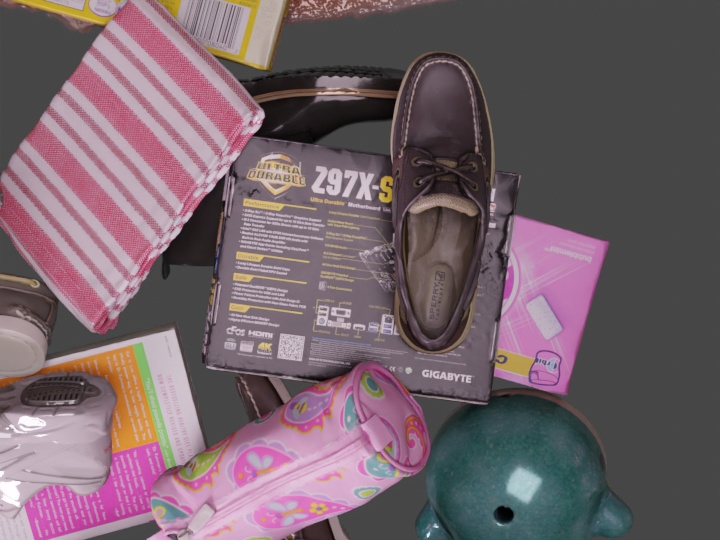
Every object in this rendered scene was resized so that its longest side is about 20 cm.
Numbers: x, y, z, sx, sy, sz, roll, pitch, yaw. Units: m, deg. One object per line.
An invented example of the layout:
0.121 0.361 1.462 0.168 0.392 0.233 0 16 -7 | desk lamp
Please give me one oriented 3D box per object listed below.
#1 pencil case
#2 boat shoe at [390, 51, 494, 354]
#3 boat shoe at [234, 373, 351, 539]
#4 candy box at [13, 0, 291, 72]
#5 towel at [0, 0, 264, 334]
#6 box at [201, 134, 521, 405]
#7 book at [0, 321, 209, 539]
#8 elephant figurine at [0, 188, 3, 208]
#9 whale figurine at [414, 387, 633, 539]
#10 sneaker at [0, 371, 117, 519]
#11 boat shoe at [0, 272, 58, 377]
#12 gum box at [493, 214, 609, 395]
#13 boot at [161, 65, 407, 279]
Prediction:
-0.050 0.135 1.352 0.199 0.087 0.088 -29 96 27 | pencil case
0.056 -0.045 1.324 0.073 0.065 0.201 -1 90 -4 | boat shoe
-0.051 0.161 1.439 0.059 0.072 0.201 -23 101 -6 | boat shoe
-0.144 -0.213 1.413 0.199 0.026 0.103 16 89 6 | candy box
-0.162 -0.075 1.382 0.146 0.030 0.200 46 107 28 | towel
0.000 0.000 1.376 0.199 0.049 0.161 7 88 -6 | box
-0.211 0.126 1.436 0.199 0.048 0.134 -14 95 -2 | book
-0.351 -0.090 1.361 0.141 0.155 0.201 -26 86 -25 | elephant figurine
0.113 0.186 1.432 0.158 0.104 0.201 -3 106 13 | whale figurine
-0.263 0.126 1.381 0.199 0.078 0.100 1 113 7 | sneaker
-0.310 0.027 1.413 0.201 0.072 0.060 7 50 7 | boat shoe
0.063 0.006 1.440 0.199 0.066 0.114 16 91 -6 | gum box
-0.054 -0.071 1.431 0.199 0.077 0.139 -4 99 7 | boot
